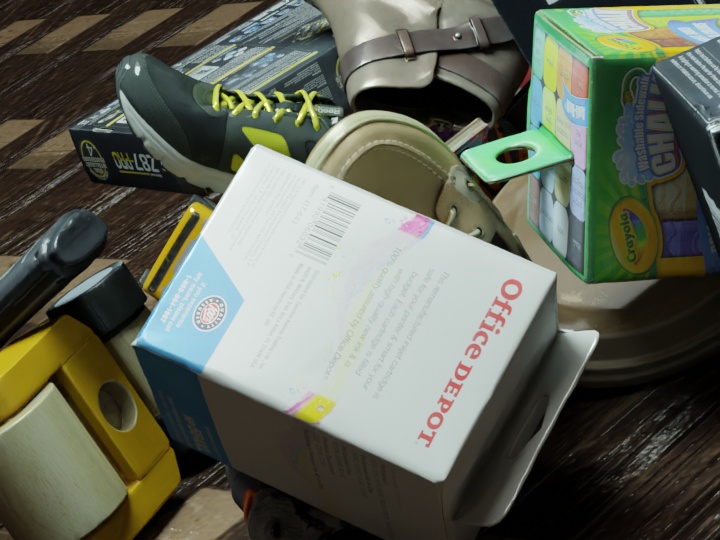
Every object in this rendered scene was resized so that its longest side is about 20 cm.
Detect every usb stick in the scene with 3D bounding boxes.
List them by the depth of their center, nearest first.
[{"bbox_3d":[-0.211,0.022,1.556,0.200,0.033,0.055,-38,6,47],"label":"usb stick"}]

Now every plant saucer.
[{"bbox_3d":[0.151,-0.017,1.511,0.199,0.030,0.201,-12,44,12],"label":"plant saucer"}]

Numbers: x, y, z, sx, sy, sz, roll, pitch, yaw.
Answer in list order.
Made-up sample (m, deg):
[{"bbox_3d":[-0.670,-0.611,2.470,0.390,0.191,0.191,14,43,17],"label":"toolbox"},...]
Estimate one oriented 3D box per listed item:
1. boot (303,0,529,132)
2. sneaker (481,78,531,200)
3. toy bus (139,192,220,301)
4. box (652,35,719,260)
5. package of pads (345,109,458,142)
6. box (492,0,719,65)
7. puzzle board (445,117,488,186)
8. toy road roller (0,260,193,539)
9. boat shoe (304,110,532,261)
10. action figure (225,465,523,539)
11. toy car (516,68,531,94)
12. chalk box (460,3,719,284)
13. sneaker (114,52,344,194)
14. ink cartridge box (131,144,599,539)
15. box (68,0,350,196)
[{"bbox_3d":[0.008,-0.153,1.633,0.199,0.070,0.147,6,47,3],"label":"boot"},{"bbox_3d":[0.134,-0.060,1.623,0.199,0.112,0.078,-2,29,45],"label":"sneaker"},{"bbox_3d":[-0.074,-0.001,1.637,0.065,0.078,0.200,-57,-6,7],"label":"toy bus"},{"bbox_3d":[0.275,-0.038,1.290,0.196,0.201,0.124,-22,21,1],"label":"box"},{"bbox_3d":[-0.004,-0.076,1.799,0.199,0.121,0.076,-1,24,46],"label":"package of pads"},{"bbox_3d":[0.153,-0.225,1.611,0.124,0.201,0.197,-28,7,31],"label":"box"},{"bbox_3d":[0.000,0.000,1.594,0.200,0.017,0.151,-38,-16,-13],"label":"puzzle board"},{"bbox_3d":[-0.187,0.100,1.561,0.146,0.123,0.200,-27,13,32],"label":"toy road roller"},{"bbox_3d":[0.044,-0.022,1.399,0.071,0.200,0.065,-48,50,7],"label":"boat shoe"},{"bbox_3d":[0.006,0.099,1.441,0.199,0.105,0.194,20,44,19],"label":"action figure"},{"bbox_3d":[0.098,-0.209,1.865,0.176,0.201,0.184,-4,13,-14],"label":"toy car"},{"bbox_3d":[0.156,-0.071,1.389,0.199,0.124,0.124,-3,18,-12],"label":"chalk box"},{"bbox_3d":[-0.056,-0.084,1.585,0.085,0.200,0.075,-46,26,27],"label":"sneaker"},{"bbox_3d":[0.009,0.051,1.327,0.199,0.125,0.129,25,68,17],"label":"ink cartridge box"},{"bbox_3d":[-0.073,-0.120,1.732,0.200,0.049,0.161,-34,21,-27],"label":"box"}]
